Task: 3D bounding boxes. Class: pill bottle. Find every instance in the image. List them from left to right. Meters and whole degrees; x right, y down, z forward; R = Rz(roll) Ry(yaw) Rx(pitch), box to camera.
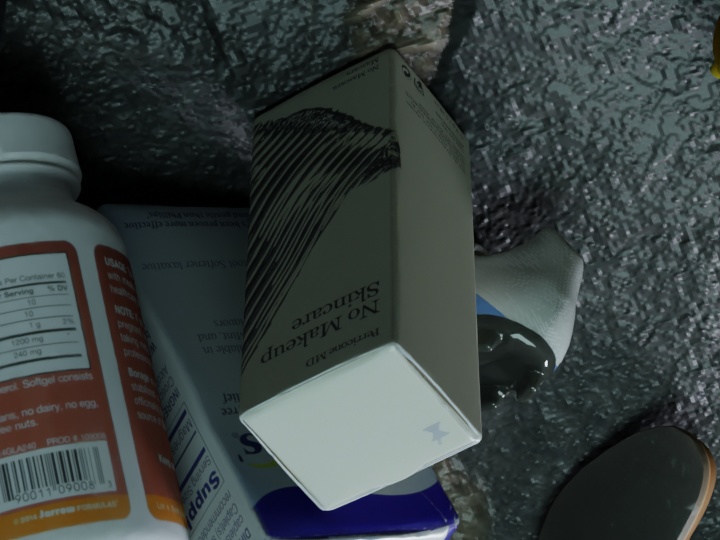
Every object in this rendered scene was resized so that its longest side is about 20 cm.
[{"bbox_3d":[-0.144,0.041,1.139,0.112,0.201,0.112,-12,161,-4],"label":"pill bottle"}]

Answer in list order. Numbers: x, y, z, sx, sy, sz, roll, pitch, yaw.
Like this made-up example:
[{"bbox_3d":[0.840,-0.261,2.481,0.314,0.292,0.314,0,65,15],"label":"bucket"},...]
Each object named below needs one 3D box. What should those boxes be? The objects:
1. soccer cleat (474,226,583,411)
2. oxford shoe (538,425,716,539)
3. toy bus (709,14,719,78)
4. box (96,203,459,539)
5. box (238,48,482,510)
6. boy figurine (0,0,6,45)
[{"bbox_3d":[0.026,0.033,1.275,0.200,0.086,0.070,-16,128,42],"label":"soccer cleat"},{"bbox_3d":[0.134,0.152,1.389,0.071,0.071,0.200,-3,137,-37],"label":"oxford shoe"},{"bbox_3d":[0.215,-0.099,1.132,0.192,0.136,0.200,33,126,-11],"label":"toy bus"},{"bbox_3d":[-0.074,0.102,1.225,0.105,0.200,0.184,0,136,-35],"label":"box"},{"bbox_3d":[0.000,0.000,1.151,0.082,0.200,0.068,-27,125,20],"label":"box"},{"bbox_3d":[-0.248,-0.126,1.127,0.200,0.065,0.124,22,129,-24],"label":"boy figurine"}]
